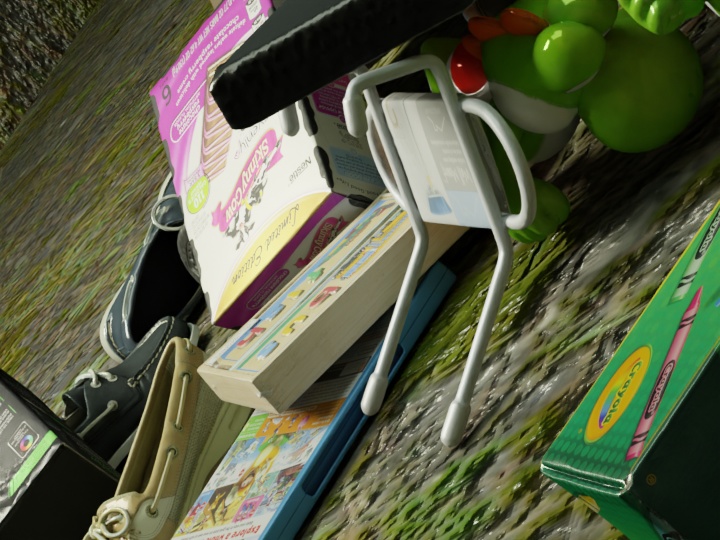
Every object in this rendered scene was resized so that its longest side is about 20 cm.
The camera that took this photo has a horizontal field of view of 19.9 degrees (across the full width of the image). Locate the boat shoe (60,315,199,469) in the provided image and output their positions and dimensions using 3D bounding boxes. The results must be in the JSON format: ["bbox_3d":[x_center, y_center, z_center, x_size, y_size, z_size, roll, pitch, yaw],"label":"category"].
[{"bbox_3d":[-0.186,0.106,1.443,0.201,0.060,0.075,-58,17,-24],"label":"boat shoe"}]

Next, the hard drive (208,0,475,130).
[{"bbox_3d":[0.014,-0.143,1.015,0.139,0.033,0.200,-26,14,25],"label":"hard drive"}]

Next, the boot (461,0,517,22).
[{"bbox_3d":[0.151,-0.184,1.077,0.199,0.075,0.097,-35,14,-14],"label":"boot"}]

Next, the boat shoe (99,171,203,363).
[{"bbox_3d":[-0.133,-0.020,1.557,0.201,0.075,0.062,-58,15,-20],"label":"boat shoe"}]

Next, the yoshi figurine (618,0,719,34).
[{"bbox_3d":[0.140,-0.149,0.830,0.112,0.199,0.113,-16,-55,-50],"label":"yoshi figurine"}]

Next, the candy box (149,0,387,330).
[{"bbox_3d":[-0.059,-0.078,1.310,0.136,0.061,0.201,-47,47,33],"label":"candy box"}]

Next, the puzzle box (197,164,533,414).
[{"bbox_3d":[0.000,0.000,1.146,0.200,0.025,0.133,-44,12,-13],"label":"puzzle box"}]

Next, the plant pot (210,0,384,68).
[{"bbox_3d":[-0.033,-0.220,1.459,0.199,0.174,0.200,-38,4,3],"label":"plant pot"}]

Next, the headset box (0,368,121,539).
[{"bbox_3d":[-0.252,0.164,1.329,0.175,0.093,0.200,-51,41,-4],"label":"headset box"}]

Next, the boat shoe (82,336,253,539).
[{"bbox_3d":[-0.127,0.130,1.214,0.073,0.063,0.202,-31,25,52],"label":"boat shoe"}]

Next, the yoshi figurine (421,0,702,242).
[{"bbox_3d":[0.103,-0.080,0.999,0.111,0.113,0.200,-16,-6,-12],"label":"yoshi figurine"}]

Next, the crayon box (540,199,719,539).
[{"bbox_3d":[0.155,0.011,0.564,0.201,0.119,0.058,-55,16,-11],"label":"crayon box"}]

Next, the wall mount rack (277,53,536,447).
[{"bbox_3d":[0.024,-0.016,0.995,0.074,0.175,0.200,-22,10,-15],"label":"wall mount rack"}]

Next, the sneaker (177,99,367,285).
[{"bbox_3d":[-0.049,-0.047,1.418,0.199,0.076,0.076,-35,2,39],"label":"sneaker"}]

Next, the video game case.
[{"bbox_3d":[-0.033,0.086,1.128,0.201,0.018,0.143,-57,16,-21],"label":"video game case"}]
